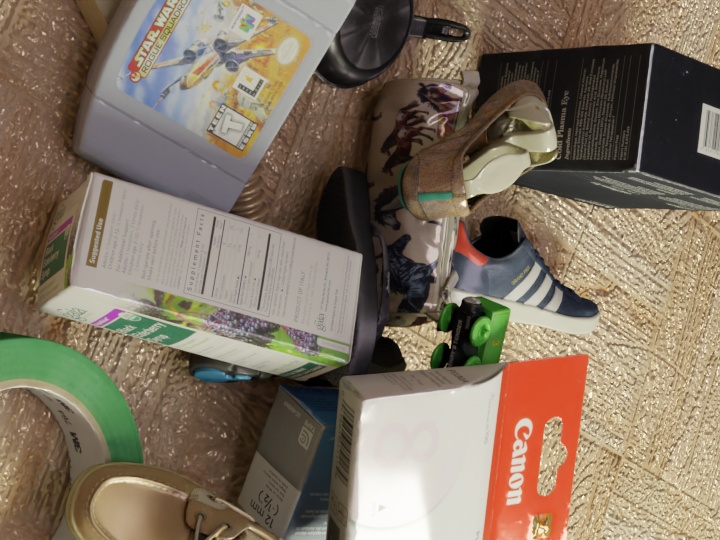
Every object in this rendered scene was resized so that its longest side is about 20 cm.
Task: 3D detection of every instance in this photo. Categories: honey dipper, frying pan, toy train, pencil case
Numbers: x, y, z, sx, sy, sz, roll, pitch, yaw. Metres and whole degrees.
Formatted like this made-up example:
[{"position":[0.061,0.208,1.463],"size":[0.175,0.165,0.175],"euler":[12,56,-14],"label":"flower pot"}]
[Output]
[{"position":[-0.095,-0.122,1.090],"size":[0.038,0.038,0.202],"euler":[-28,121,-38],"label":"honey dipper"},{"position":[0.022,-0.179,1.220],"size":[0.190,0.031,0.116],"euler":[34,83,-49],"label":"frying pan"},{"position":[0.067,0.113,1.135],"size":[0.056,0.041,0.203],"euler":[-8,115,-51],"label":"toy train"},{"position":[0.046,-0.056,1.214],"size":[0.078,0.088,0.203],"euler":[12,84,-59],"label":"pencil case"}]

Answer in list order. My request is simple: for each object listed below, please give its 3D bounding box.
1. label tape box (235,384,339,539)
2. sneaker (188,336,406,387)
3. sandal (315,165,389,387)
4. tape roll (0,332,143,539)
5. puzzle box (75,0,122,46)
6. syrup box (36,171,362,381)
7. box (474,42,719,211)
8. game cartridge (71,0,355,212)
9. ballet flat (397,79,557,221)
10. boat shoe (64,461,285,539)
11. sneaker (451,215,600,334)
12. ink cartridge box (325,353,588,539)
[{"position":[-0.026,0.190,1.171],"size":[0.142,0.066,0.202],"euler":[7,112,-43],"label":"label tape box"},{"position":[-0.038,0.044,1.154],"size":[0.199,0.073,0.083],"euler":[10,78,-47],"label":"sneaker"},{"position":[0.000,-0.001,1.123],"size":[0.042,0.076,0.202],"euler":[17,42,-17],"label":"sandal"},{"position":[-0.230,0.141,0.994],"size":[0.199,0.048,0.204],"euler":[-3,95,-43],"label":"tape roll"},{"position":[-0.116,-0.222,1.092],"size":[0.200,0.025,0.134],"euler":[-43,120,-33],"label":"puzzle box"},{"position":[-0.105,0.008,1.035],"size":[0.198,0.079,0.083],"euler":[16,70,-24],"label":"syrup box"},{"position":[0.223,-0.115,1.315],"size":[0.199,0.181,0.106],"euler":[11,85,-44],"label":"box"},{"position":[-0.101,-0.142,1.042],"size":[0.132,0.042,0.201],"euler":[28,98,-30],"label":"game cartridge"},{"position":[0.107,-0.088,1.169],"size":[0.200,0.067,0.069],"euler":[-41,121,-42],"label":"ballet flat"},{"position":[-0.100,0.180,1.034],"size":[0.199,0.064,0.072],"euler":[28,76,-30],"label":"boat shoe"},{"position":[0.134,0.002,1.311],"size":[0.198,0.074,0.086],"euler":[11,90,-43],"label":"sneaker"},{"position":[0.075,0.146,1.092],"size":[0.197,0.057,0.165],"euler":[-2,110,-19],"label":"ink cartridge box"}]
